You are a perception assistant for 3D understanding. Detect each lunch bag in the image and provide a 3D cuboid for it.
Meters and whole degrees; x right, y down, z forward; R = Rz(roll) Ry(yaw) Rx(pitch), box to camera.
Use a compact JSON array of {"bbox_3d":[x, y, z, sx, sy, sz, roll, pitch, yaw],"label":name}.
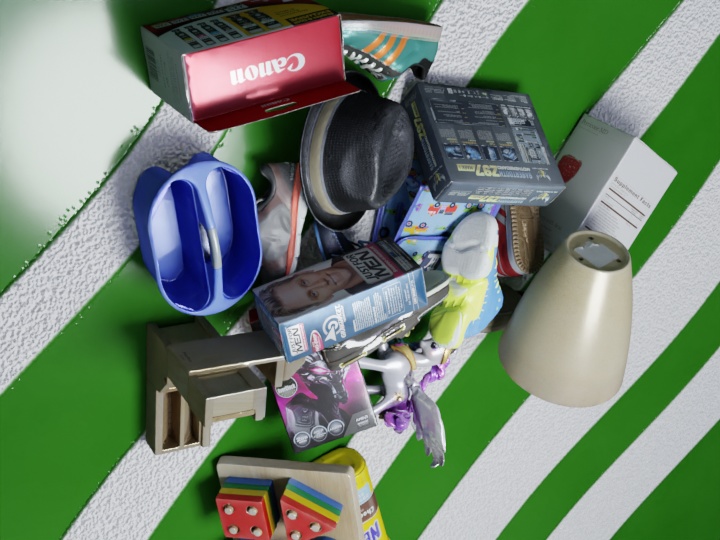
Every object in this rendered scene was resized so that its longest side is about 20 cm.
[{"bbox_3d":[0.095,-0.057,1.652,0.149,0.094,0.202,-3,127,-31],"label":"lunch bag"}]

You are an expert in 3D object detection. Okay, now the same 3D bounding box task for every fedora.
[{"bbox_3d":[0.007,-0.147,1.488,0.199,0.091,0.204,-15,108,-53],"label":"fedora"}]

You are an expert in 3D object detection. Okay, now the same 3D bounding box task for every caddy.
[{"bbox_3d":[-0.195,-0.045,1.443,0.140,0.105,0.203,-20,122,-24],"label":"caddy"}]

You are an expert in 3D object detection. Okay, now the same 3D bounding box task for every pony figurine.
[{"bbox_3d":[0.054,0.170,1.700,0.197,0.167,0.196,-5,109,-13],"label":"pony figurine"}]

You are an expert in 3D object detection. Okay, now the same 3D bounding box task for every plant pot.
[{"bbox_3d":[0.303,0.052,1.649,0.185,0.188,0.202,-12,134,-27],"label":"plant pot"}]

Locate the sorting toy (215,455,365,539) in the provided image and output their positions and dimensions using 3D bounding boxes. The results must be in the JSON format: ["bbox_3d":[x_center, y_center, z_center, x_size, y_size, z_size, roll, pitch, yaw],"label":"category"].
[{"bbox_3d":[-0.099,0.365,1.656,0.196,0.070,0.203,2,121,16],"label":"sorting toy"}]

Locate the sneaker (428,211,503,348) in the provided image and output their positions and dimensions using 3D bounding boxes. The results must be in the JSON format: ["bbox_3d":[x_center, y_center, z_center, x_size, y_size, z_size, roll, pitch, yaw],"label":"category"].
[{"bbox_3d":[0.158,0.009,1.643,0.104,0.075,0.202,-8,125,-49],"label":"sneaker"}]

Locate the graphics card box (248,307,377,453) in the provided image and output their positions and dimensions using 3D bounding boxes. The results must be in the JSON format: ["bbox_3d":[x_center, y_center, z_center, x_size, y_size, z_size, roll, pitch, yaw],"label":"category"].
[{"bbox_3d":[-0.063,0.132,1.598,0.124,0.051,0.203,-18,107,-3],"label":"graphics card box"}]

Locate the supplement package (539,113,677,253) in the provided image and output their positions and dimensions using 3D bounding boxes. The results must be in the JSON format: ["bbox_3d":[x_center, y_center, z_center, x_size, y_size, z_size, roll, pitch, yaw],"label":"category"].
[{"bbox_3d":[0.345,-0.105,1.753,0.119,0.121,0.202,28,96,-38],"label":"supplement package"}]

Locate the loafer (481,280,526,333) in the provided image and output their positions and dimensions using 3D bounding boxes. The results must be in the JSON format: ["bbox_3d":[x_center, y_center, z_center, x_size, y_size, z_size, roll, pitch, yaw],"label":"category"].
[{"bbox_3d":[0.198,0.050,1.770,0.198,0.075,0.069,7,108,-45],"label":"loafer"}]

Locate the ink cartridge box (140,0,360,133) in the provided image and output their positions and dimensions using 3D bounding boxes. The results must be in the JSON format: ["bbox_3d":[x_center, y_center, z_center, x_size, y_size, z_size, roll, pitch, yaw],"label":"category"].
[{"bbox_3d":[-0.123,-0.241,1.349,0.198,0.175,0.085,-20,123,-24],"label":"ink cartridge box"}]

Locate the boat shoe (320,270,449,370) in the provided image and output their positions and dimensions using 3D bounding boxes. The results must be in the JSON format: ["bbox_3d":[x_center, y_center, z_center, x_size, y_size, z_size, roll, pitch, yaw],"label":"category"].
[{"bbox_3d":[0.033,0.063,1.554,0.199,0.072,0.061,-25,115,-16],"label":"boat shoe"}]

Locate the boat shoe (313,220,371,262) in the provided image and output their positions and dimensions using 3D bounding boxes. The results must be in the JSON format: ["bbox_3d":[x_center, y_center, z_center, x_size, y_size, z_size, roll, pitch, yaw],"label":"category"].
[{"bbox_3d":[0.000,0.000,1.604,0.068,0.085,0.201,-22,127,11],"label":"boat shoe"}]

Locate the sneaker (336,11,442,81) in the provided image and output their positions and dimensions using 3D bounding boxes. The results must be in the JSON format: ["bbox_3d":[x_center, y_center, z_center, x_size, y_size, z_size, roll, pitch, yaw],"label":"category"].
[{"bbox_3d":[0.017,-0.277,1.488,0.198,0.071,0.081,-2,110,-34],"label":"sneaker"}]

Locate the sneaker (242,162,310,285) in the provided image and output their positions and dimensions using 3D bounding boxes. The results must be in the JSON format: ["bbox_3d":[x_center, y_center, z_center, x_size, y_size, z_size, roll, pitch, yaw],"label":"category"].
[{"bbox_3d":[-0.116,-0.050,1.531,0.081,0.077,0.203,10,109,-7],"label":"sneaker"}]

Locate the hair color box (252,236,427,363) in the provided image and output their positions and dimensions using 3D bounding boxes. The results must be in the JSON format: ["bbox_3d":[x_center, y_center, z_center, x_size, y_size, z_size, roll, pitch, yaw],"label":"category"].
[{"bbox_3d":[-0.026,0.034,1.496,0.198,0.100,0.061,-22,123,-17],"label":"hair color box"}]

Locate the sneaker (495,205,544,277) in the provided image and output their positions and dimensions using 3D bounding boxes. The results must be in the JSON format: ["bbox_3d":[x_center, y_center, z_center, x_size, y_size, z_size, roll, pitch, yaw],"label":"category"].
[{"bbox_3d":[0.213,-0.088,1.719,0.070,0.112,0.203,6,79,-24],"label":"sneaker"}]

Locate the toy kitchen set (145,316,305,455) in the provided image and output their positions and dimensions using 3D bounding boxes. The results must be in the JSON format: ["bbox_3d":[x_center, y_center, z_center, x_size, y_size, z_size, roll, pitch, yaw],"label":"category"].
[{"bbox_3d":[-0.163,0.173,1.511,0.161,0.200,0.183,-8,117,-28],"label":"toy kitchen set"}]

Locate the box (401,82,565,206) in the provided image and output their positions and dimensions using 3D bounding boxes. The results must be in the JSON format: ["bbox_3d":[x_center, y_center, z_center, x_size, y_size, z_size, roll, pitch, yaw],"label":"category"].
[{"bbox_3d":[0.164,-0.167,1.587,0.198,0.160,0.051,-1,150,-32],"label":"box"}]

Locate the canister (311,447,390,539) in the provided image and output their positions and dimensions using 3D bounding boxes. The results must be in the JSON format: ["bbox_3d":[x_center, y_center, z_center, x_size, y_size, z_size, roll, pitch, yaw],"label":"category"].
[{"bbox_3d":[-0.037,0.380,1.771,0.147,0.086,0.202,-27,123,-19],"label":"canister"}]
